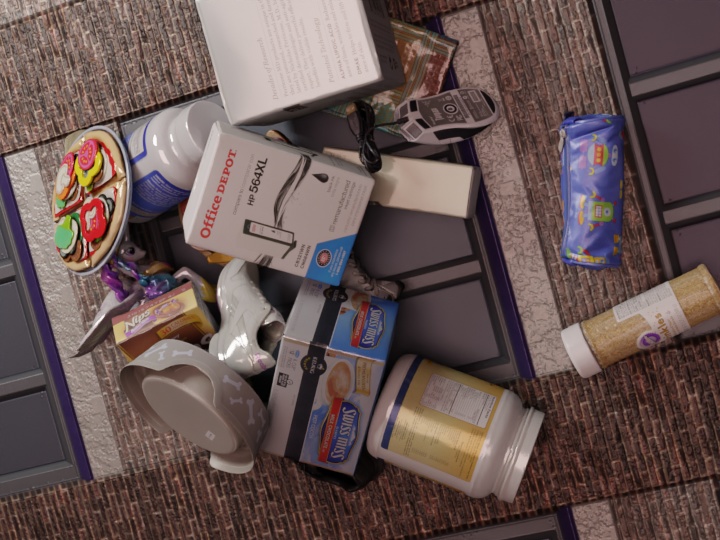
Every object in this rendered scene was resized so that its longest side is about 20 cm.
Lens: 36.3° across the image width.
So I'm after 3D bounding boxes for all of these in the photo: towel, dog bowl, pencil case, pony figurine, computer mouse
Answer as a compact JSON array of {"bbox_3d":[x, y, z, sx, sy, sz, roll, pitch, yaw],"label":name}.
[{"bbox_3d":[0.014,-0.266,1.452,0.200,0.022,0.147,20,100,11],"label":"towel"},{"bbox_3d":[-0.200,0.165,1.357,0.200,0.200,0.059,31,59,9],"label":"dog bowl"},{"bbox_3d":[0.287,-0.100,1.372,0.087,0.078,0.200,-2,95,-16],"label":"pencil case"},{"bbox_3d":[-0.296,0.048,1.502,0.200,0.167,0.193,30,103,-13],"label":"pony figurine"},{"bbox_3d":[0.082,-0.183,1.399,0.200,0.044,0.110,-11,53,-15],"label":"computer mouse"}]

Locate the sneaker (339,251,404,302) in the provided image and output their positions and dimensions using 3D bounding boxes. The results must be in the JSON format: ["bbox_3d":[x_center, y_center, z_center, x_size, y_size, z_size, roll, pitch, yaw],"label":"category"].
[{"bbox_3d":[0.000,0.000,1.461,0.115,0.075,0.200,-3,105,9],"label":"sneaker"}]

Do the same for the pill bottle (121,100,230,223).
[{"bbox_3d":[-0.252,-0.145,1.444,0.200,0.112,0.112,-24,89,41],"label":"pill bottle"}]

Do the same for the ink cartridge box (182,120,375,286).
[{"bbox_3d":[-0.103,-0.081,1.348,0.200,0.084,0.146,15,104,-15],"label":"ink cartridge box"}]

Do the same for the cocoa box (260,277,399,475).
[{"bbox_3d":[-0.039,0.136,1.404,0.131,0.133,0.200,15,124,1],"label":"cocoa box"}]

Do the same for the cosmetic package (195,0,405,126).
[{"bbox_3d":[-0.070,-0.285,1.375,0.200,0.165,0.165,-15,93,15],"label":"cosmetic package"}]

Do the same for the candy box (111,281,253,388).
[{"bbox_3d":[-0.231,0.119,1.457,0.117,0.056,0.200,-26,131,0],"label":"candy box"}]

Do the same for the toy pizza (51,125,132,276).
[{"bbox_3d":[-0.364,-0.093,1.448,0.200,0.032,0.201,-8,79,46],"label":"toy pizza"}]

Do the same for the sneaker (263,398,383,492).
[{"bbox_3d":[-0.068,0.235,1.483,0.200,0.091,0.076,22,108,12],"label":"sneaker"}]

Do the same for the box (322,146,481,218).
[{"bbox_3d":[0.051,-0.115,1.428,0.200,0.082,0.069,10,97,14],"label":"box"}]

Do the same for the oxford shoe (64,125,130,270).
[{"bbox_3d":[-0.375,-0.100,1.547,0.074,0.071,0.200,-1,93,36],"label":"oxford shoe"}]

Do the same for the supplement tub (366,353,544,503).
[{"bbox_3d":[0.122,0.204,1.407,0.200,0.144,0.145,20,100,10],"label":"supplement tub"}]

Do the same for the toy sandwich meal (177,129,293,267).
[{"bbox_3d":[-0.161,-0.094,1.484,0.205,0.070,0.206,1,95,13],"label":"toy sandwich meal"}]

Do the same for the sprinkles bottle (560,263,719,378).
[{"bbox_3d":[0.354,0.064,1.378,0.200,0.068,0.068,-28,89,14],"label":"sprinkles bottle"}]

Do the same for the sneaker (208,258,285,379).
[{"bbox_3d":[-0.136,0.059,1.413,0.099,0.200,0.075,-16,136,18],"label":"sneaker"}]
